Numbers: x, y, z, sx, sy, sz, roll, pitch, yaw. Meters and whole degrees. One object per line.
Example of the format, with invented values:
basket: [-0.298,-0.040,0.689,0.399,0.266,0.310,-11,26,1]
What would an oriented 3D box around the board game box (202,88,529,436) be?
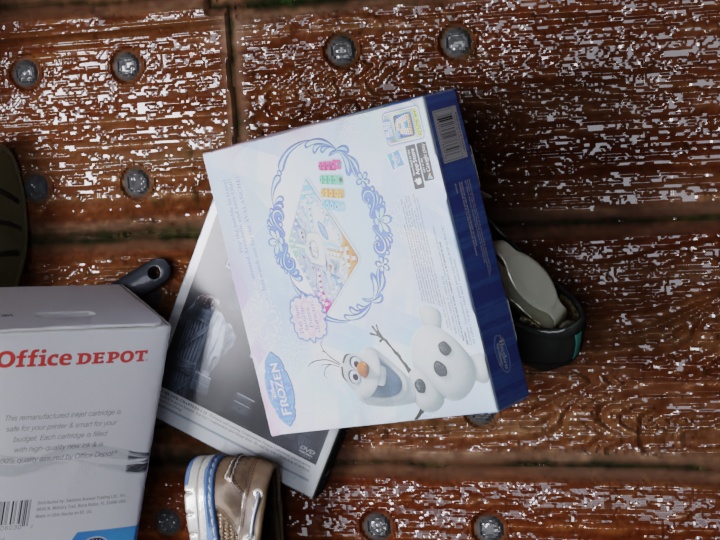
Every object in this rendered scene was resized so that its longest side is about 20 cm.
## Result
board game box: [0.000,0.000,1.186,0.198,0.043,0.202,-10,96,40]

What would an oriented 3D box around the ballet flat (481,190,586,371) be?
ballet flat: [0.075,-0.017,1.200,0.200,0.068,0.068,40,65,5]

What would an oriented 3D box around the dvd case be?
dvd case: [-0.060,0.039,1.281,0.149,0.025,0.202,25,106,14]

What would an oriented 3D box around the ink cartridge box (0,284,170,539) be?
ink cartridge box: [-0.226,0.117,1.270,0.086,0.145,0.202,33,118,52]

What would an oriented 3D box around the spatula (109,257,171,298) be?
spatula: [-0.219,0.045,1.339,0.199,0.021,0.057,-30,83,20]

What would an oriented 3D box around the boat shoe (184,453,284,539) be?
boat shoe: [-0.073,0.228,1.282,0.072,0.072,0.202,-6,104,19]

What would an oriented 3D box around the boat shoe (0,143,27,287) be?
boat shoe: [-0.289,0.008,1.322,0.068,0.075,0.202,0,84,24]
